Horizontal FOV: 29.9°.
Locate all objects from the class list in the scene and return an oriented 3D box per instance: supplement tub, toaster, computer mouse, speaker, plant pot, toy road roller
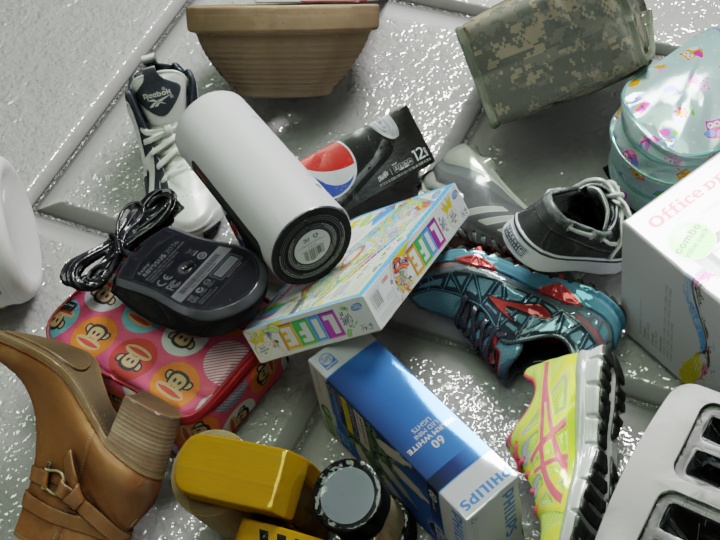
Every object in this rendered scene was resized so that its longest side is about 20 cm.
[{"bbox_3d":[-0.419,-0.020,1.287,0.197,0.145,0.146,-14,51,0],"label":"supplement tub"},{"bbox_3d":[0.269,0.200,0.993,0.198,0.119,0.182,21,58,26],"label":"toaster"},{"bbox_3d":[-0.154,0.007,1.182,0.199,0.053,0.138,23,54,36],"label":"computer mouse"},{"bbox_3d":[-0.089,-0.077,1.187,0.081,0.082,0.200,-30,49,-13],"label":"speaker"},{"bbox_3d":[-0.078,-0.228,1.388,0.198,0.094,0.201,-2,11,0],"label":"plant pot"},{"bbox_3d":[-0.059,0.219,1.046,0.198,0.123,0.148,11,69,21],"label":"toy road roller"}]

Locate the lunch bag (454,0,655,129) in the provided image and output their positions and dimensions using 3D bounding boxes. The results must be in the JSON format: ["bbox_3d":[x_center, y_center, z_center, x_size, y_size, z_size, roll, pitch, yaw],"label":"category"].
[{"bbox_3d":[0.197,-0.223,1.307,0.162,0.119,0.200,-19,9,20],"label":"lunch bag"}]

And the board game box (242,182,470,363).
[{"bbox_3d":[0.000,0.000,1.177,0.133,0.034,0.200,-17,21,36],"label":"board game box"}]

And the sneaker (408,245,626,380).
[{"bbox_3d":[0.125,0.044,1.170,0.198,0.080,0.096,13,58,21],"label":"sneaker"}]

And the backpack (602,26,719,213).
[{"bbox_3d":[0.315,-0.135,1.238,0.199,0.127,0.167,-31,53,-16],"label":"backpack"}]

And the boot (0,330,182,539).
[{"bbox_3d":[-0.254,0.150,1.134,0.198,0.077,0.157,27,97,13],"label":"boot"}]

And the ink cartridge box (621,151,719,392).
[{"bbox_3d":[0.330,0.025,1.099,0.146,0.147,0.200,-34,53,-16],"label":"ink cartridge box"}]

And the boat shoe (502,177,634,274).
[{"bbox_3d":[0.200,-0.045,1.165,0.068,0.198,0.074,-47,61,31],"label":"boat shoe"}]

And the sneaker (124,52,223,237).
[{"bbox_3d":[-0.191,-0.134,1.340,0.078,0.130,0.201,-11,51,3],"label":"sneaker"}]

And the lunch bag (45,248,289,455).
[{"bbox_3d":[-0.165,0.058,1.222,0.199,0.082,0.176,27,58,26],"label":"lunch bag"}]

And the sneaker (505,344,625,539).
[{"bbox_3d":[0.157,0.159,1.079,0.089,0.078,0.202,-4,58,29],"label":"sneaker"}]

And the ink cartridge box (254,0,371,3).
[{"bbox_3d":[-0.034,-0.324,1.461,0.115,0.068,0.200,3,13,13],"label":"ink cartridge box"}]

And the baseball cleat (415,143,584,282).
[{"bbox_3d":[0.121,-0.030,1.248,0.106,0.070,0.201,-38,51,2],"label":"baseball cleat"}]

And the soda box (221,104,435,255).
[{"bbox_3d":[-0.032,-0.083,1.292,0.198,0.071,0.064,-30,93,-11],"label":"soda box"}]

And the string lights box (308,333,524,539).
[{"bbox_3d":[0.045,0.144,1.092,0.059,0.103,0.200,-35,53,-18],"label":"string lights box"}]
